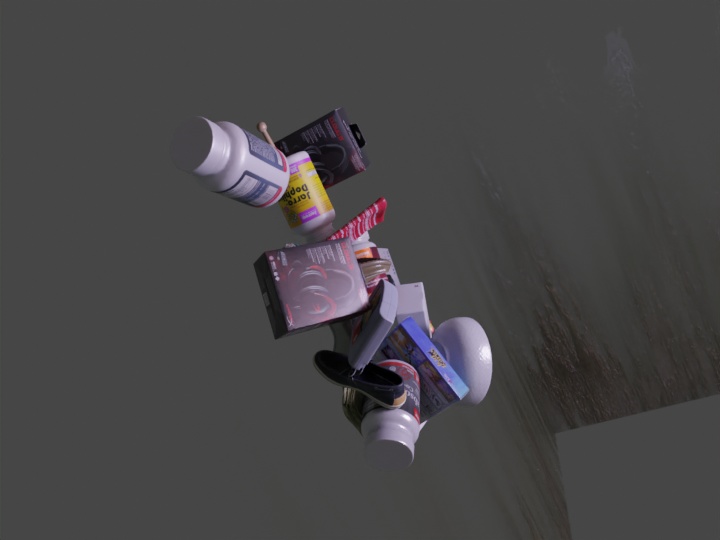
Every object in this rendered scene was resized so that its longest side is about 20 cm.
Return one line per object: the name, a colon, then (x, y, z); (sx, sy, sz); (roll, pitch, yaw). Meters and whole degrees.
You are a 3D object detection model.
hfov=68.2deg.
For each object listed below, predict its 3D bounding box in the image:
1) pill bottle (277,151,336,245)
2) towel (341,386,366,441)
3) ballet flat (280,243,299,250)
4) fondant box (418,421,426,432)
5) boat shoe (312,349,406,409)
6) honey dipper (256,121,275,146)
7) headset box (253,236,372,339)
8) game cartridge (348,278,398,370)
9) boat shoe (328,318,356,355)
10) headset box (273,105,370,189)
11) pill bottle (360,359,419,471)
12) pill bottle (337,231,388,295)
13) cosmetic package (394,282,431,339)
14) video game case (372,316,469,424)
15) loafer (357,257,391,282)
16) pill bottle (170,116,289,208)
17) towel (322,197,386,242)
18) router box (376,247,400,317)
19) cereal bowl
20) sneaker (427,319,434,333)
pill bottle: (-0.121, -0.146, 1.147); (0.201, 0.104, 0.104); (64, 22, -9)
towel: (0.017, 0.299, 1.151); (0.200, 0.036, 0.149); (55, 24, -28)
ballet flat: (-0.112, 0.038, 1.073); (0.201, 0.071, 0.072); (58, 23, -20)
fondant box: (0.099, 0.297, 1.320); (0.144, 0.058, 0.201); (-11, 81, -69)
boat shoe: (-0.001, 0.195, 1.018); (0.075, 0.199, 0.063); (-43, 149, -47)
honey dipper: (-0.177, -0.243, 1.199); (0.201, 0.038, 0.038); (63, 22, -11)
headset box: (-0.079, 0.028, 0.988); (0.199, 0.075, 0.150); (-11, 79, -32)
game cartridge: (0.026, 0.092, 1.026); (0.041, 0.133, 0.200); (33, 16, -7)
boat shoe: (-0.023, 0.152, 1.137); (0.060, 0.075, 0.201); (35, 38, -49)
headset box: (-0.082, -0.273, 1.230); (0.149, 0.199, 0.077); (62, 21, -16)
pill bottle: (0.061, 0.285, 1.058); (0.116, 0.115, 0.201); (57, 23, -27)
pill bottle: (0.000, 0.000, 1.284); (0.114, 0.114, 0.201); (-4, 74, -68)
cosmetic package: (0.134, 0.138, 1.307); (0.102, 0.071, 0.201); (-87, 167, -50)
video game case: (0.113, 0.229, 1.173); (0.045, 0.181, 0.200); (-28, 76, -45)
loafer: (-0.021, 0.017, 1.182); (0.076, 0.199, 0.068); (-162, -119, -67)
pill bottle: (-0.223, -0.188, 0.921); (0.200, 0.119, 0.120); (17, 54, -64)
towel: (-0.027, -0.074, 1.130); (0.023, 0.200, 0.145); (51, -8, 7)
router box: (0.058, 0.037, 1.478); (0.179, 0.049, 0.201); (-5, 74, -68)
cereal bowl: (0.206, 0.205, 1.199); (0.083, 0.200, 0.201); (4, 58, -20)
sneaker: (0.163, 0.140, 1.476); (0.078, 0.090, 0.201); (-52, 147, -43)
